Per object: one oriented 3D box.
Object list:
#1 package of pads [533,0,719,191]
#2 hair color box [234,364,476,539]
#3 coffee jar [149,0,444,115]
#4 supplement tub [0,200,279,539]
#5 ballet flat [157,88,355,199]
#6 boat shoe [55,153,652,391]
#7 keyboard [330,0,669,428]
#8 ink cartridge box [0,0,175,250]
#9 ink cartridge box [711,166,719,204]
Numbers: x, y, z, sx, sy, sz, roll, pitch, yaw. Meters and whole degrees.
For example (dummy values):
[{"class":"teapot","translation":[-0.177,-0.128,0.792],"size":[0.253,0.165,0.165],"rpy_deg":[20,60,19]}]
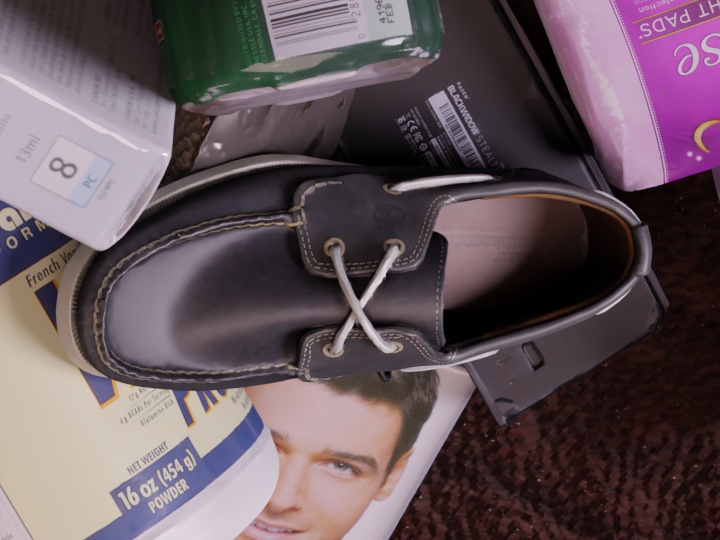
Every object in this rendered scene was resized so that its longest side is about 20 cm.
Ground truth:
[{"class":"package of pads","translation":[0.104,-0.130,0.853],"size":[0.120,0.076,0.201],"rpy_deg":[-18,124,11]},{"class":"hair color box","translation":[-0.039,0.080,1.012],"size":[0.098,0.061,0.201],"rpy_deg":[19,123,-13]},{"class":"coffee jar","translation":[-0.034,-0.150,0.774],"size":[0.085,0.104,0.201],"rpy_deg":[-11,91,-3]},{"class":"supplement tub","translation":[-0.133,0.022,0.891],"size":[0.144,0.145,0.201],"rpy_deg":[-28,98,19]},{"class":"ballet flat","translation":[-0.027,-0.093,0.865],"size":[0.067,0.046,0.201],"rpy_deg":[3,111,-52]},{"class":"boat shoe","translation":[0.000,0.000,0.846],"size":[0.199,0.068,0.072],"rpy_deg":[-7,103,-27]},{"class":"keyboard","translation":[0.021,-0.043,0.924],"size":[0.104,0.040,0.201],"rpy_deg":[-30,104,0]},{"class":"ink cartridge box","translation":[-0.149,-0.106,0.818],"size":[0.199,0.160,0.047],"rpy_deg":[27,120,-18]},{"class":"ink cartridge box","translation":[0.204,0.018,0.963],"size":[0.115,0.067,0.201],"rpy_deg":[-16,124,9]}]
